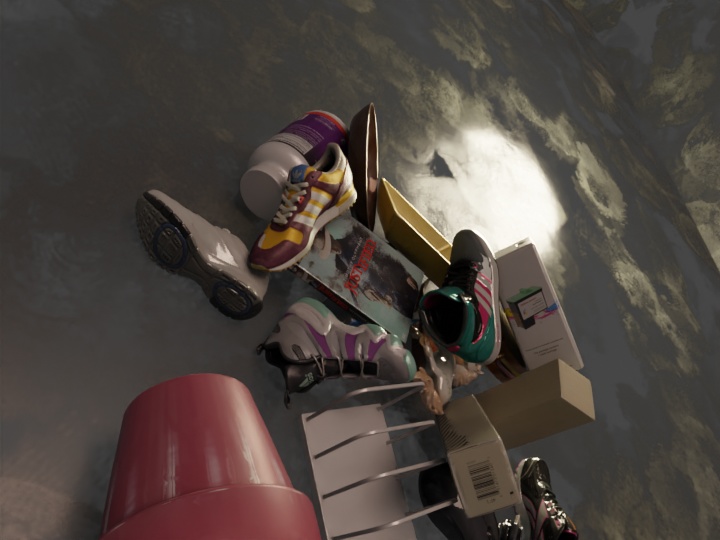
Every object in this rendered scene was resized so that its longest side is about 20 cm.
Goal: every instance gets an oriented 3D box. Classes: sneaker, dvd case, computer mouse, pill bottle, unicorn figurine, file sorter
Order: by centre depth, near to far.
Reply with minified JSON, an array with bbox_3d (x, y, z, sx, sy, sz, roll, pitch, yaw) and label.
[{"bbox_3d":[0.029,0.252,0.670,0.137,0.124,0.203,4,61,-40],"label":"file sorter"},{"bbox_3d":[-0.041,0.123,0.690,0.197,0.079,0.140,18,44,28],"label":"sneaker"},{"bbox_3d":[-0.197,-0.025,0.703,0.200,0.074,0.088,46,29,-18],"label":"sneaker"},{"bbox_3d":[-0.083,-0.086,0.724,0.201,0.074,0.091,-51,139,-34],"label":"sneaker"},{"bbox_3d":[0.161,0.347,0.780,0.201,0.053,0.139,50,42,-4],"label":"computer mouse"},{"bbox_3d":[0.134,0.027,0.783,0.120,0.083,0.204,15,63,-44],"label":"sneaker"},{"bbox_3d":[0.000,0.000,0.795,0.199,0.022,0.147,36,45,-13],"label":"dvd case"},{"bbox_3d":[0.120,0.139,0.820,0.138,0.073,0.200,55,42,-10],"label":"unicorn figurine"},{"bbox_3d":[-0.095,-0.158,0.841,0.112,0.112,0.201,45,42,-8],"label":"pill bottle"},{"bbox_3d":[0.292,0.387,0.847,0.080,0.086,0.203,29,46,-27],"label":"sneaker"}]

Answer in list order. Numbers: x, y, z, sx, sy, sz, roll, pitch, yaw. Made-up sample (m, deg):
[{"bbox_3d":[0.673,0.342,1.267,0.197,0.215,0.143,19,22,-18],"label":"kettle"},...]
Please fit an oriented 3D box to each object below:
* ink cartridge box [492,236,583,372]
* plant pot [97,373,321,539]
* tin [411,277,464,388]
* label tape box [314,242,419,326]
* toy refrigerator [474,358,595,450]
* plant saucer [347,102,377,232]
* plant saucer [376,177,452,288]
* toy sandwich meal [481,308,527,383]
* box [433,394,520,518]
[{"bbox_3d":[0.277,0.058,0.899,0.203,0.083,0.145,68,16,0],"label":"ink cartridge box"},{"bbox_3d":[-0.146,0.206,0.504,0.197,0.201,0.181,12,39,-36],"label":"plant pot"},{"bbox_3d":[0.136,0.104,0.934,0.111,0.042,0.203,25,49,-23],"label":"tin"},{"bbox_3d":[-0.004,-0.003,0.856,0.142,0.066,0.203,3,63,-41],"label":"label tape box"},{"bbox_3d":[0.243,0.209,0.837,0.075,0.200,0.071,32,45,-20],"label":"toy refrigerator"},{"bbox_3d":[0.004,-0.160,0.882,0.034,0.202,0.203,1,52,5],"label":"plant saucer"},{"bbox_3d":[0.098,-0.051,0.940,0.199,0.048,0.201,41,16,-20],"label":"plant saucer"},{"bbox_3d":[0.231,0.089,0.966,0.205,0.069,0.208,42,38,-45],"label":"toy sandwich meal"},{"bbox_3d":[0.142,0.230,0.716,0.200,0.067,0.084,5,67,-87],"label":"box"}]
